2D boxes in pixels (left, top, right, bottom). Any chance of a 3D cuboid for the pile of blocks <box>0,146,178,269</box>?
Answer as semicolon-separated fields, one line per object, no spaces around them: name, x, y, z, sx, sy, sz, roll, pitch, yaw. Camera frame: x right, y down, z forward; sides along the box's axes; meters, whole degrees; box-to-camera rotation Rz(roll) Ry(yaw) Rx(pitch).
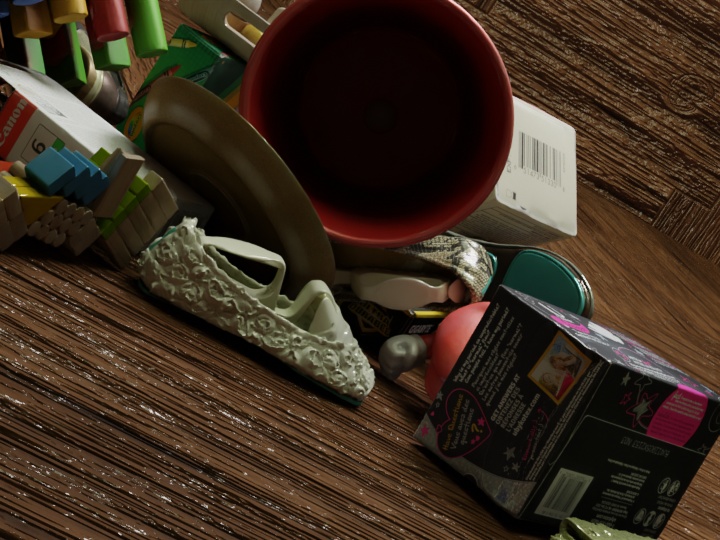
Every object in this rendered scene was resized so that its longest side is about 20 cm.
pile of blocks;-0.195;-0.057;1.378;0.062;0.082;0.200;37;12;23

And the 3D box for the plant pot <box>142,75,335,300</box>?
plant pot;-0.097;-0.053;1.563;0.200;0.027;0.200;41;-22;21

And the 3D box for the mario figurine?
mario figurine;0.088;0.089;1.636;0.200;0.123;0.106;26;47;-75

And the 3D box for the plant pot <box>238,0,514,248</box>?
plant pot;0.013;-0.119;1.615;0.200;0.201;0.177;33;5;-2

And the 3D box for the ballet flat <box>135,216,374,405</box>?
ballet flat;-0.059;0.026;1.459;0.200;0.072;0.072;29;11;-25

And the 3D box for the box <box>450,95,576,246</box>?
box;0.083;-0.077;1.949;0.199;0.109;0.128;-13;-22;38

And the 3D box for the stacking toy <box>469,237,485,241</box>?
stacking toy;0.129;0.056;1.861;0.085;0.086;0.200;24;18;-41

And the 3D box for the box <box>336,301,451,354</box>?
box;-0.018;-0.003;1.761;0.200;0.049;0.160;37;13;17

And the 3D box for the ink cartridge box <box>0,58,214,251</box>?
ink cartridge box;-0.211;-0.086;1.555;0.200;0.050;0.109;37;11;26

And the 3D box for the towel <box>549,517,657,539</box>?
towel;0.219;0.228;1.443;0.148;0.037;0.200;40;13;36

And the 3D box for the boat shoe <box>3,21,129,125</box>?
boat shoe;-0.248;-0.170;1.804;0.065;0.073;0.200;39;9;-34

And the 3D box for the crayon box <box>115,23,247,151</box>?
crayon box;-0.115;-0.129;1.851;0.058;0.119;0.200;39;12;29

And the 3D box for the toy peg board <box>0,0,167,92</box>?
toy peg board;-0.256;-0.196;1.629;0.199;0.199;0.098;-4;80;-55

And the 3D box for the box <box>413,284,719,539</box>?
box;0.154;0.109;1.530;0.115;0.132;0.200;36;10;37

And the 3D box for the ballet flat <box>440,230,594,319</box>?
ballet flat;0.124;0.013;1.713;0.200;0.068;0.064;21;-6;44

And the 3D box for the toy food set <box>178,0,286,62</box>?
toy food set;-0.057;-0.198;1.840;0.143;0.061;0.200;37;12;18

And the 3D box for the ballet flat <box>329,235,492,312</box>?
ballet flat;0.000;0.000;1.628;0.199;0.068;0.075;6;29;8
